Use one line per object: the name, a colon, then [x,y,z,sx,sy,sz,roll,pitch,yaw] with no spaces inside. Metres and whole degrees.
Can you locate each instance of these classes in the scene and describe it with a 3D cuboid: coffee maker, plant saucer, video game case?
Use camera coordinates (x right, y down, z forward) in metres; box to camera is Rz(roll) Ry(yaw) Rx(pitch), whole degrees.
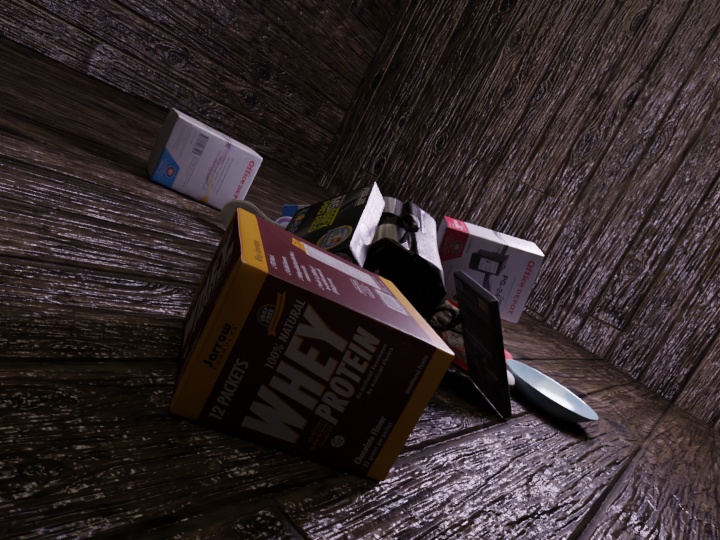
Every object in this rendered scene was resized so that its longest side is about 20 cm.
coffee maker: [0.075,-0.013,0.932,0.193,0.133,0.201,55,20,-22]
plant saucer: [0.367,0.247,1.084,0.199,0.039,0.201,29,9,-5]
video game case: [0.196,0.115,0.888,0.019,0.203,0.143,-15,20,-7]

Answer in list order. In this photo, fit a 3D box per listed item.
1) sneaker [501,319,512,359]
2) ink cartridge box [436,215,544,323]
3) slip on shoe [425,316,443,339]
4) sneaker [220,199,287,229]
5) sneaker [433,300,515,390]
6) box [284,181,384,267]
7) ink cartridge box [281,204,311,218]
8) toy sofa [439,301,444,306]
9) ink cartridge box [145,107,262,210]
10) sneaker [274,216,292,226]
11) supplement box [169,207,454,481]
sneaker: [0.282,0.143,1.139,0.078,0.117,0.199,35,11,38]
ink cartridge box: [0.235,-0.002,1.070,0.197,0.147,0.084,16,18,-3]
slip on shoe: [0.053,0.081,0.963,0.198,0.077,0.061,25,-8,1]
sneaker: [-0.185,-0.065,1.064,0.199,0.074,0.082,32,-13,19]
sneaker: [0.222,0.135,1.026,0.199,0.109,0.067,29,9,1]
box: [-0.055,-0.053,0.861,0.045,0.158,0.201,60,28,-27]
ink cartridge box: [-0.062,-0.093,1.244,0.197,0.086,0.144,3,-6,31]
toy sofa: [0.118,0.074,1.130,0.198,0.084,0.098,27,10,-10]
ink cartridge box: [-0.348,-0.240,1.220,0.198,0.148,0.146,24,9,-32]
sneaker: [-0.093,-0.043,1.153,0.199,0.075,0.100,36,-8,-2]
supplement box: [-0.055,0.060,0.526,0.198,0.134,0.197,25,10,-20]
